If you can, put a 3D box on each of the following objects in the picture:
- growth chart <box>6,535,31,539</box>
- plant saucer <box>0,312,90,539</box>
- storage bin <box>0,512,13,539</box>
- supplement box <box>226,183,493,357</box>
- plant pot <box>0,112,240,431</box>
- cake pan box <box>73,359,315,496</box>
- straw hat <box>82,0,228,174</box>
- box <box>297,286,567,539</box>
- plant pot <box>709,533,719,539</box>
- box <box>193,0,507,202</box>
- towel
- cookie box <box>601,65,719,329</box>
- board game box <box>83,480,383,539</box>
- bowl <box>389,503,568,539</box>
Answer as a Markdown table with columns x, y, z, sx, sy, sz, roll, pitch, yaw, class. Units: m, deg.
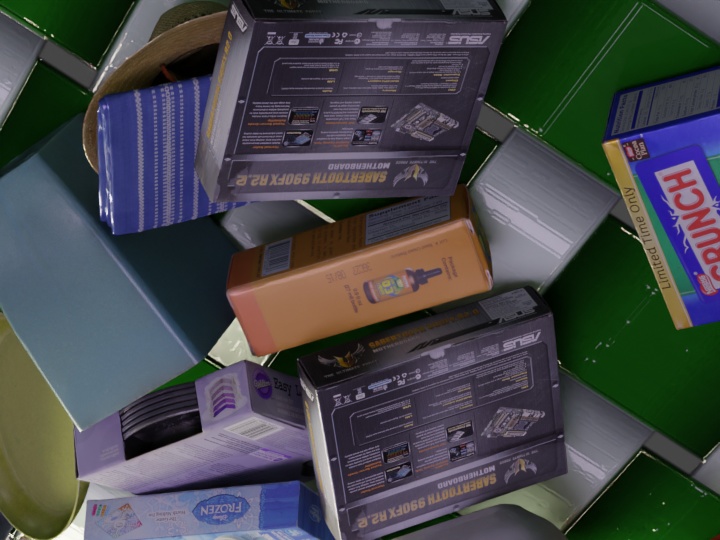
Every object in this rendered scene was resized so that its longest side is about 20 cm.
| x | y | z | sx | sy | sz | roll | pitch | yaw | class |
| --- | --- | --- | --- | --- | --- | --- | --- | --- | --- |
| -0.402 | 0.198 | 1.892 | 0.144 | 0.018 | 0.200 | -22 | 115 | 27 | growth chart |
| -0.281 | 0.130 | 1.746 | 0.199 | 0.031 | 0.201 | 21 | 117 | 47 | plant saucer |
| -0.435 | 0.225 | 1.833 | 0.200 | 0.146 | 0.134 | 38 | 135 | -11 | storage bin |
| 0.000 | 0.000 | 1.582 | 0.199 | 0.069 | 0.067 | -15 | 118 | 12 | supplement box |
| -0.208 | -0.010 | 1.624 | 0.141 | 0.141 | 0.200 | -30 | 103 | 31 | plant pot |
| -0.109 | 0.140 | 1.675 | 0.183 | 0.053 | 0.200 | -24 | 153 | 28 | cake pan box |
| -0.121 | -0.150 | 1.523 | 0.200 | 0.085 | 0.202 | -16 | 145 | -11 | straw hat |
| 0.060 | 0.115 | 1.606 | 0.199 | 0.048 | 0.159 | -17 | 124 | -12 | box |
| 0.353 | 0.289 | 1.625 | 0.200 | 0.200 | 0.176 | -38 | 95 | 33 | plant pot |
| -0.008 | -0.127 | 1.472 | 0.199 | 0.048 | 0.159 | -3 | 131 | -23 | box |
| -0.098 | -0.098 | 1.516 | 0.199 | 0.024 | 0.145 | -14 | 142 | -16 | towel |
| 0.295 | -0.063 | 1.468 | 0.199 | 0.075 | 0.172 | -13 | 119 | 25 | cookie box |
| -0.102 | 0.234 | 1.746 | 0.198 | 0.044 | 0.200 | -7 | 155 | 22 | board game box |
| 0.077 | 0.246 | 1.677 | 0.199 | 0.200 | 0.075 | -20 | 79 | 10 | bowl |
